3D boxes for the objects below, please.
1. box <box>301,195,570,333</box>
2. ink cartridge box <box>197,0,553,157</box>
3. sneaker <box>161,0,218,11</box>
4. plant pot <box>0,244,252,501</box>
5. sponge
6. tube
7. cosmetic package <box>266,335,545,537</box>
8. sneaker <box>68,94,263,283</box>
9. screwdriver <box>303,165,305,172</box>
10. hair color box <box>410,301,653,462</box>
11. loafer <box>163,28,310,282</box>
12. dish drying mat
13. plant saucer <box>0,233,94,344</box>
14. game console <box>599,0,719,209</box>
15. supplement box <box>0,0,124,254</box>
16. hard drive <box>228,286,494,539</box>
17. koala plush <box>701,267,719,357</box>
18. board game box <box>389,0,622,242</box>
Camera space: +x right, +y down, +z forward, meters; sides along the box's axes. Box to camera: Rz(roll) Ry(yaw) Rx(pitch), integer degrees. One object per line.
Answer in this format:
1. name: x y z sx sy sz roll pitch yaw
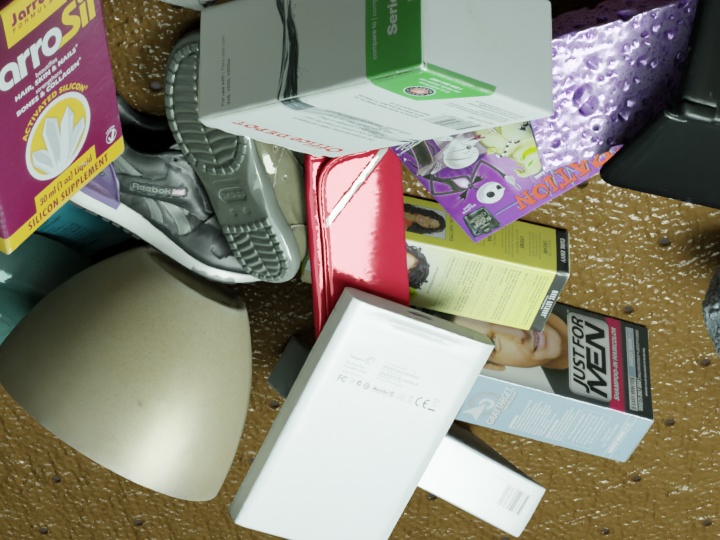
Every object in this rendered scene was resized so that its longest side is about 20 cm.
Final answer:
1. box: 0.058 -0.010 1.654 0.198 0.050 0.076 11 137 -8
2. ink cartridge box: 0.008 -0.139 1.419 0.199 0.084 0.146 -9 167 39
3. sneaker: -0.094 -0.215 1.440 0.198 0.075 0.082 8 147 10
4. plant pot: -0.160 0.061 1.612 0.199 0.200 0.135 28 99 -24
5. sponge: 0.208 -0.144 1.477 0.198 0.030 0.112 -16 131 2
6. tube: -0.271 -0.059 1.631 0.077 0.051 0.200 -19 139 41
7. cosmetic package: 0.036 0.135 1.744 0.199 0.151 0.052 30 94 -25
8. sneaker: -0.130 -0.061 1.594 0.199 0.076 0.088 25 128 -18
9. screwdriver: -0.018 -0.088 1.604 0.199 0.029 0.028 -14 136 31
10. hair color box: 0.131 0.075 1.704 0.198 0.100 0.061 15 136 -12
11. loafer: -0.083 -0.091 1.561 0.075 0.070 0.201 3 123 35
12. dish drying mat: 0.000 0.000 1.589 0.076 0.018 0.202 -13 115 -19
13. plant saucer: -0.294 0.031 1.710 0.198 0.036 0.201 4 147 2
14. game console: 0.290 -0.123 1.482 0.198 0.116 0.177 11 95 -20
15. supplement box: -0.246 -0.135 1.452 0.103 0.131 0.201 28 145 25
16. hard drive: 0.000 0.119 1.617 0.131 0.027 0.201 19 108 -29
17. koala plush: 0.365 0.075 1.650 0.182 0.178 0.201 1 139 20
18. board game box: 0.132 -0.109 1.536 0.199 0.032 0.120 -31 132 19
